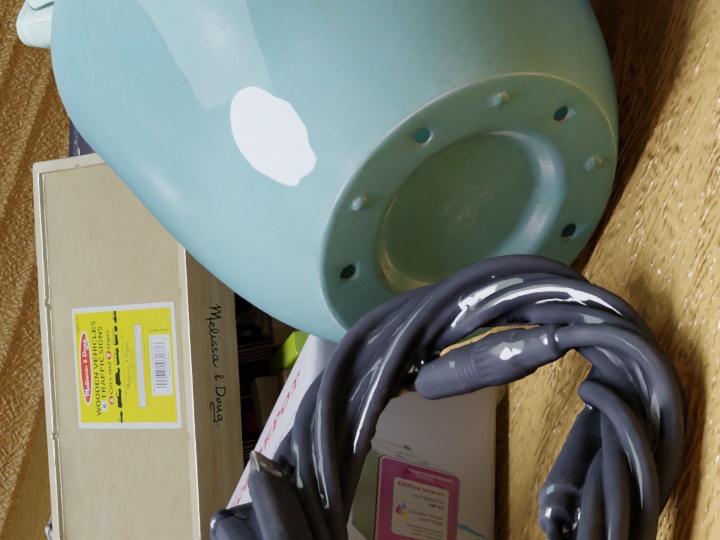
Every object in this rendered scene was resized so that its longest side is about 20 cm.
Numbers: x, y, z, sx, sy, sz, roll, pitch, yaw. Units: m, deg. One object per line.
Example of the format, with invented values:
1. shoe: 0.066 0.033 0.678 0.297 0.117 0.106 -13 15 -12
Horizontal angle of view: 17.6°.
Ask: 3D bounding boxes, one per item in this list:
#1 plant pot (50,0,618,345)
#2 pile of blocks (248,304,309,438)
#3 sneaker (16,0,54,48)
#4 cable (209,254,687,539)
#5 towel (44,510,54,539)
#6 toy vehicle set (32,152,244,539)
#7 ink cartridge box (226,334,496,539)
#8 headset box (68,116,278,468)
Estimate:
1. plant pot: 0.004 -0.066 0.882 0.161 0.200 0.201 53 128 42
2. pile of blocks: 0.000 0.000 1.080 0.062 0.082 0.201 131 156 -64
3. sneaker: -0.103 -0.109 1.121 0.118 0.074 0.201 -26 51 15
4. cable: 0.036 0.076 0.744 0.163 0.051 0.200 -41 30 -2
5. towel: -0.124 0.171 1.249 0.200 0.034 0.193 -95 -16 -68
6. toy vehicle set: -0.103 0.044 1.073 0.124 0.026 0.201 -3 90 51
7. ink cartridge box: -0.011 0.141 0.884 0.200 0.084 0.145 -83 16 -53
8. headset box: -0.097 -0.005 1.188 0.149 0.075 0.201 -125 33 -49
